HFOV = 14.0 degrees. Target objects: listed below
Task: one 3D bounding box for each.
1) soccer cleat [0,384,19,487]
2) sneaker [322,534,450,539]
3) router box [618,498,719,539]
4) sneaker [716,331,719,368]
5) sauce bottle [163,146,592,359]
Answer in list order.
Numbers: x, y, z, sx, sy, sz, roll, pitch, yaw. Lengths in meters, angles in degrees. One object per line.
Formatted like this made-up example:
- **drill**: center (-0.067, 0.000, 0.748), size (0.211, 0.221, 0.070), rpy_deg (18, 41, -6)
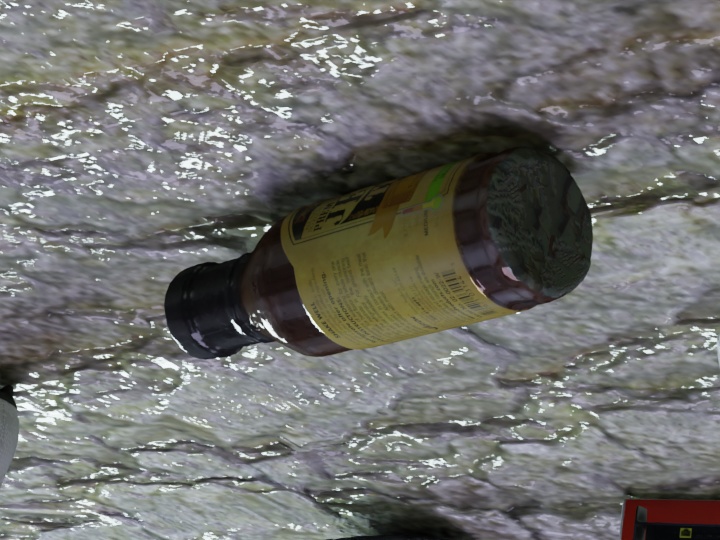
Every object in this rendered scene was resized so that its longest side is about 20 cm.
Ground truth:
- **soccer cleat**: center (-0.251, 0.103, 1.472), size (0.200, 0.086, 0.070), rpy_deg (-15, 147, 43)
- **sneaker**: center (0.036, 0.194, 1.590), size (0.077, 0.080, 0.200), rpy_deg (-5, 152, 29)
- **router box**: center (0.242, 0.175, 1.512), size (0.179, 0.049, 0.200), rpy_deg (-1, 155, 21)
- **sneaker**: center (0.182, 0.052, 1.217), size (0.075, 0.081, 0.200), rpy_deg (1, 157, 12)
- **sauce bottle**: center (0.000, 0.000, 1.179), size (0.200, 0.065, 0.065), rpy_deg (-15, 147, 41)
